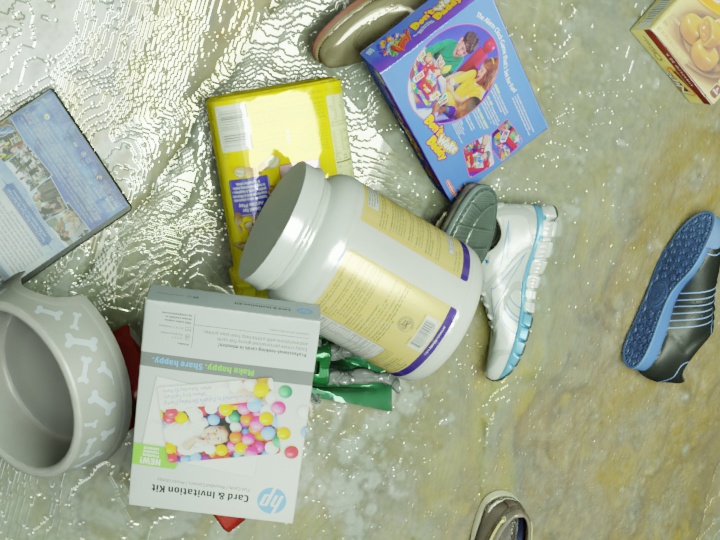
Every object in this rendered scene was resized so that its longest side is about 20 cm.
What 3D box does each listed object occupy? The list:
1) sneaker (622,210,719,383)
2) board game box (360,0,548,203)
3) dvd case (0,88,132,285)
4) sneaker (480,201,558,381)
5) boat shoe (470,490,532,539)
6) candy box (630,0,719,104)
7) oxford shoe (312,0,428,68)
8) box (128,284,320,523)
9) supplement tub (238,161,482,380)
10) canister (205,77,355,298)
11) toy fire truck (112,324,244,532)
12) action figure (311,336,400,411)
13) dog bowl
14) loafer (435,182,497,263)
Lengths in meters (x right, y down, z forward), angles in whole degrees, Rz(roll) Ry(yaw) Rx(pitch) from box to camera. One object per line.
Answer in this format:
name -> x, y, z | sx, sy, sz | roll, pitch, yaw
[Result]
sneaker -> 0.375, 0.034, 1.363 | 0.077, 0.070, 0.202 | 21, 101, -22
board game box -> 0.100, -0.181, 1.206 | 0.134, 0.045, 0.201 | -37, 136, -3
dvd case -> -0.346, -0.065, 1.175 | 0.199, 0.018, 0.144 | -35, 108, -7
sneaker -> 0.152, 0.019, 1.305 | 0.085, 0.075, 0.203 | 12, 95, -3
boat shoe -> 0.152, 0.359, 1.367 | 0.071, 0.059, 0.203 | 11, 98, -17
candy box -> 0.407, -0.296, 1.309 | 0.115, 0.055, 0.200 | 43, 88, -18
oxford shoe -> 0.048, -0.244, 1.203 | 0.198, 0.071, 0.075 | -24, 66, -8
box -> -0.123, 0.121, 1.065 | 0.153, 0.041, 0.203 | 8, 110, -4
supplement tub -> 0.000, 0.000, 1.121 | 0.198, 0.145, 0.147 | 29, 93, -18
canister -> -0.073, -0.085, 1.209 | 0.146, 0.086, 0.203 | -11, 102, -13
toy fire truck -> -0.182, 0.150, 1.181 | 0.111, 0.168, 0.201 | -33, 107, -6
action figure -> -0.054, 0.100, 1.269 | 0.197, 0.055, 0.120 | 1, 103, -11
dog bowl -> -0.309, 0.104, 1.130 | 0.058, 0.198, 0.203 | -27, 112, -51
loafer -> 0.085, -0.002, 1.269 | 0.071, 0.063, 0.203 | 7, 104, -43
